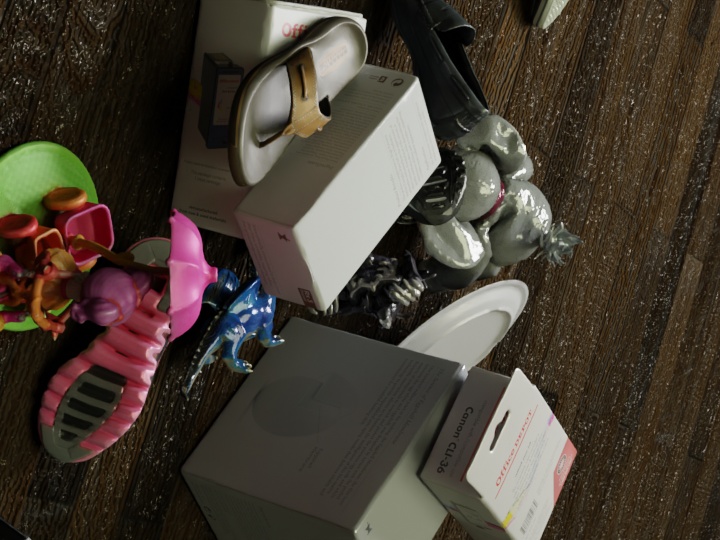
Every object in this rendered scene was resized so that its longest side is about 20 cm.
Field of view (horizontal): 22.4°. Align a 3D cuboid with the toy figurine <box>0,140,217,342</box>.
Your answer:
[{"bbox_3d":[-0.203,0.000,1.361,0.200,0.183,0.151,-33,126,-45],"label":"toy figurine"}]

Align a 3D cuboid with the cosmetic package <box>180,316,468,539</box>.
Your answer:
[{"bbox_3d":[-0.018,0.172,1.675,0.200,0.199,0.123,-53,140,-30],"label":"cosmetic package"}]

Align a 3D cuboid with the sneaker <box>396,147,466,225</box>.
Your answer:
[{"bbox_3d":[0.055,-0.077,1.719,0.073,0.200,0.080,-9,111,-10],"label":"sneaker"}]

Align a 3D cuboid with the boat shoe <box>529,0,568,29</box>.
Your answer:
[{"bbox_3d":[0.209,-0.357,1.958,0.075,0.062,0.201,-40,147,-48],"label":"boat shoe"}]

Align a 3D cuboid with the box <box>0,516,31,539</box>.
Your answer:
[{"bbox_3d":[-0.297,0.302,1.350,0.200,0.123,0.199,-47,135,-20],"label":"box"}]

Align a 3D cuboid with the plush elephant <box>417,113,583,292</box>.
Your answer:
[{"bbox_3d":[0.110,-0.071,1.833,0.155,0.199,0.165,39,75,-34],"label":"plush elephant"}]

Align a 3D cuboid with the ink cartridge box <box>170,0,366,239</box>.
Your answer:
[{"bbox_3d":[-0.078,-0.134,1.588,0.145,0.087,0.202,-3,105,-56],"label":"ink cartridge box"}]

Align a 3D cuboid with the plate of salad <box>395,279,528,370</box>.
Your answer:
[{"bbox_3d":[0.086,0.068,1.872,0.199,0.048,0.200,-30,158,-13],"label":"plate of salad"}]

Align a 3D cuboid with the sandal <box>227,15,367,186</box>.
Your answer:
[{"bbox_3d":[-0.044,-0.143,1.507,0.200,0.054,0.082,-44,133,-39],"label":"sandal"}]

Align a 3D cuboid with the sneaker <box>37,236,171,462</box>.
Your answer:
[{"bbox_3d":[-0.195,0.069,1.504,0.201,0.079,0.095,-59,179,-4],"label":"sneaker"}]

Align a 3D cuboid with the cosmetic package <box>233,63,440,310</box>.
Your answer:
[{"bbox_3d":[-0.017,-0.073,1.559,0.200,0.074,0.102,-50,139,-31],"label":"cosmetic package"}]

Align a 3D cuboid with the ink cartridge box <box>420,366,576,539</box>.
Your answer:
[{"bbox_3d":[0.122,0.167,1.640,0.117,0.067,0.200,-63,149,-18],"label":"ink cartridge box"}]

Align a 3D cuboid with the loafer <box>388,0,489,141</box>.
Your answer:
[{"bbox_3d":[0.078,-0.222,1.738,0.068,0.070,0.202,15,56,-55],"label":"loafer"}]

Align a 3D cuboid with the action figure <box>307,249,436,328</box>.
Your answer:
[{"bbox_3d":[0.000,0.000,1.725,0.102,0.118,0.201,-90,158,-50],"label":"action figure"}]

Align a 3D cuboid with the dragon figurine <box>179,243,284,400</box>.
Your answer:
[{"bbox_3d":[-0.116,0.034,1.612,0.200,0.058,0.100,-35,128,-46],"label":"dragon figurine"}]
